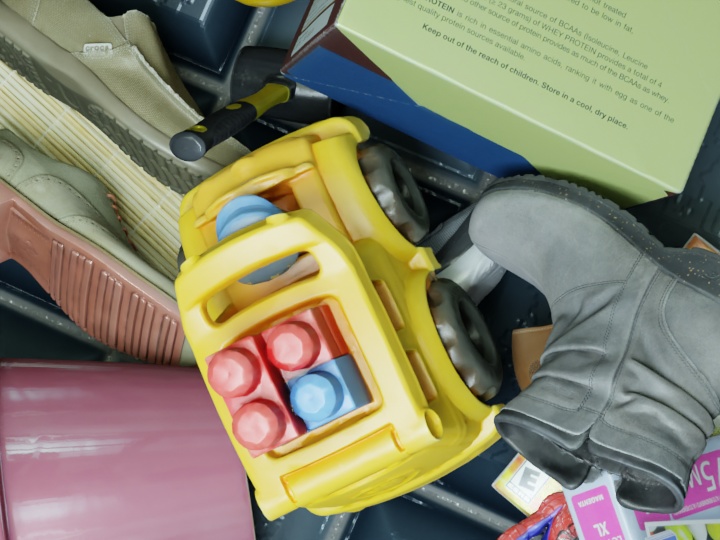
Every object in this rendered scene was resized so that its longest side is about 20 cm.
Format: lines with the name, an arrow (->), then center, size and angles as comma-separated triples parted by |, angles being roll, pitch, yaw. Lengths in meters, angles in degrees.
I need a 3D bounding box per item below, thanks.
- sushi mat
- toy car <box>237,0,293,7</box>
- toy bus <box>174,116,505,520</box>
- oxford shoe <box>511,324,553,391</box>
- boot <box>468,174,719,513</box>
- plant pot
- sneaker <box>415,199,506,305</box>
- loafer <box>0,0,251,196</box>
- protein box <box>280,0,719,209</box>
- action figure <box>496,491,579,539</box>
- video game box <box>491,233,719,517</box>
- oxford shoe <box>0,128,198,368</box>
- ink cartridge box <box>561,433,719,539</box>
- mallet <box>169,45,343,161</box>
sushi mat -> -0.170, -0.046, 1.298 | 0.200, 0.012, 0.096 | 42, 94, 13
toy car -> -0.058, -0.256, 1.226 | 0.175, 0.150, 0.200 | 2, 85, 12
toy bus -> -0.032, 0.026, 1.101 | 0.136, 0.192, 0.200 | -27, 82, 17
oxford shoe -> 0.172, 0.021, 1.148 | 0.200, 0.071, 0.071 | -21, 74, 10
boot -> 0.104, 0.033, 1.089 | 0.200, 0.070, 0.132 | 23, 64, 40
plant pot -> -0.152, 0.129, 1.196 | 0.179, 0.200, 0.200 | -9, 82, -5
sneaker -> 0.000, 0.000, 1.225 | 0.200, 0.075, 0.114 | -45, 80, 7
loafer -> -0.133, -0.112, 1.263 | 0.200, 0.076, 0.067 | 37, 78, 11
protein box -> 0.096, -0.162, 1.145 | 0.199, 0.135, 0.200 | 25, 80, -11
action figure -> 0.078, 0.188, 1.153 | 0.065, 0.099, 0.200 | 40, 108, 13
video game box -> 0.205, 0.111, 1.187 | 0.200, 0.047, 0.182 | 39, 91, 13
oxford shoe -> -0.153, -0.019, 1.244 | 0.200, 0.071, 0.074 | 36, 51, 10
ink cartridge box -> 0.181, 0.187, 1.103 | 0.042, 0.119, 0.200 | -23, 80, 44
mallet -> -0.071, -0.090, 1.193 | 0.066, 0.200, 0.041 | 14, 108, 19
